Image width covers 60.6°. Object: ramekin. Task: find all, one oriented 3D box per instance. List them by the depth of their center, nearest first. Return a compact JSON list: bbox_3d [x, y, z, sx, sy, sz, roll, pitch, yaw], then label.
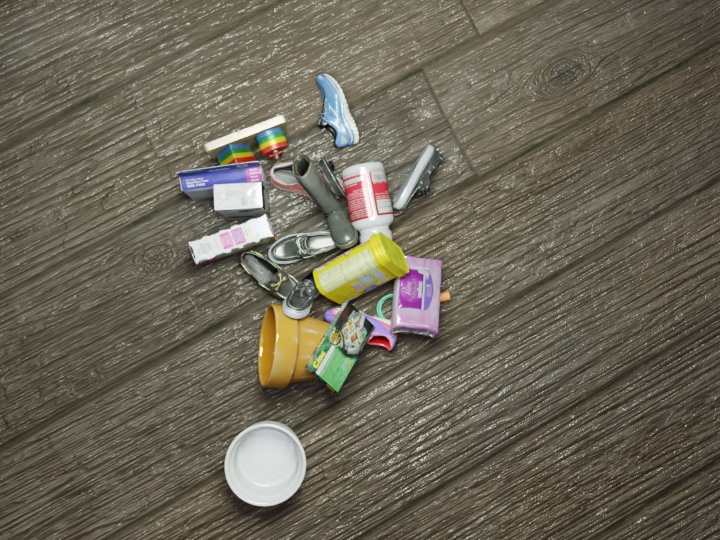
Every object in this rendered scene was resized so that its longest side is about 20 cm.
[{"bbox_3d":[-0.236,0.478,1.555,0.199,0.098,0.202,0,89,-4],"label":"ramekin"}]

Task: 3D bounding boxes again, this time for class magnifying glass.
[{"bbox_3d":[0.140,0.089,1.632,0.199,0.022,0.080,-13,89,-6],"label":"magnifying glass"}]

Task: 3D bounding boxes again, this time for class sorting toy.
[{"bbox_3d":[-0.268,-0.299,1.520,0.199,0.199,0.070,-22,95,-5],"label":"sorting toy"}]

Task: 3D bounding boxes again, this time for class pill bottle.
[{"bbox_3d":[0.023,-0.169,1.583,0.112,0.112,0.201,-11,89,-5],"label":"pill bottle"}]

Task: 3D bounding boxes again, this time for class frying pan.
[{"bbox_3d":[-0.081,-0.250,1.529,0.031,0.190,0.115,-30,136,5],"label":"frying pan"}]

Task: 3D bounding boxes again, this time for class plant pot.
[{"bbox_3d":[-0.144,0.193,1.533,0.182,0.200,0.202,7,88,-19],"label":"plant pot"}]

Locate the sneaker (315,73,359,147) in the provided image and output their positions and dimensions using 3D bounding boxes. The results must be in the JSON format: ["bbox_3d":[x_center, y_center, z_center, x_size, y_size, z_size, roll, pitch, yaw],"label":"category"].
[{"bbox_3d":[-0.076,-0.414,1.598,0.089,0.079,0.201,-23,91,-7],"label":"sneaker"}]

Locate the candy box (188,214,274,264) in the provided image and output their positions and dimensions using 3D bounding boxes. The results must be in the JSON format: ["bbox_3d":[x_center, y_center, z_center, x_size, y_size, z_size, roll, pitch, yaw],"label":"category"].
[{"bbox_3d":[-0.316,-0.075,1.542,0.199,0.136,0.061,-21,92,-4],"label":"candy box"}]

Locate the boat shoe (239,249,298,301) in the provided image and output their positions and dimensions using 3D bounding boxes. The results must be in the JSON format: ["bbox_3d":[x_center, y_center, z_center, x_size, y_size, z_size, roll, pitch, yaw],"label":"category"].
[{"bbox_3d":[-0.228,0.020,1.584,0.201,0.061,0.072,37,86,-3],"label":"boat shoe"}]

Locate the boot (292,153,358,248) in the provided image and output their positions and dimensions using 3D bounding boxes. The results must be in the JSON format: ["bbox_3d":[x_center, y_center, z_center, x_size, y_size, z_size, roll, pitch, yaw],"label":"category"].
[{"bbox_3d":[-0.086,-0.168,1.499,0.072,0.182,0.200,-29,136,-2],"label":"boot"}]

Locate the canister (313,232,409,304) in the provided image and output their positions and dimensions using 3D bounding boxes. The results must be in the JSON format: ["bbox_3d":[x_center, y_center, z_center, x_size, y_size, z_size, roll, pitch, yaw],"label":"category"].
[{"bbox_3d":[0.000,0.000,1.532,0.199,0.148,0.087,-27,60,19],"label":"canister"}]

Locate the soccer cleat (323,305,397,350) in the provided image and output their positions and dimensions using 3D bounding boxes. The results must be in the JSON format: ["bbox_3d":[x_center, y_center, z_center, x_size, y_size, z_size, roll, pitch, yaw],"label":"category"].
[{"bbox_3d":[0.000,0.148,1.586,0.199,0.068,0.073,17,45,-7],"label":"soccer cleat"}]

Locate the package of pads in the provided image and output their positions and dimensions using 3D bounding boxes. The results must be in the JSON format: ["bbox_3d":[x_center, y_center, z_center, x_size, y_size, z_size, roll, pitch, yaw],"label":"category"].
[{"bbox_3d":[0.143,0.068,1.581,0.120,0.076,0.201,7,70,-4],"label":"package of pads"}]

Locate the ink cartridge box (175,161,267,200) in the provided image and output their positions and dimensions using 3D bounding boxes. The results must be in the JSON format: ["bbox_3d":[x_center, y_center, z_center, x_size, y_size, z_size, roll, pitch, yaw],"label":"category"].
[{"bbox_3d":[-0.334,-0.216,1.512,0.195,0.200,0.044,-9,89,-4],"label":"ink cartridge box"}]

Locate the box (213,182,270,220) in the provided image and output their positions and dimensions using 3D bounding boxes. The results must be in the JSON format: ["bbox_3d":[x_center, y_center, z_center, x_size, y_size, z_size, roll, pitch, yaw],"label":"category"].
[{"bbox_3d":[-0.288,-0.167,1.515,0.116,0.200,0.061,-4,88,-3],"label":"box"}]

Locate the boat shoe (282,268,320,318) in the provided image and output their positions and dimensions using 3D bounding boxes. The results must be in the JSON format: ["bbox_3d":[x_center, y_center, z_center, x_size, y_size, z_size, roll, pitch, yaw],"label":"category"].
[{"bbox_3d":[-0.134,0.049,1.522,0.070,0.200,0.067,22,116,11],"label":"boat shoe"}]

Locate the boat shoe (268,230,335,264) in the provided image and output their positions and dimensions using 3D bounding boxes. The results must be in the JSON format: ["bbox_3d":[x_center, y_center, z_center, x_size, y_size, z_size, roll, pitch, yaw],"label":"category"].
[{"bbox_3d":[-0.143,-0.068,1.587,0.199,0.071,0.072,-18,90,-5],"label":"boat shoe"}]

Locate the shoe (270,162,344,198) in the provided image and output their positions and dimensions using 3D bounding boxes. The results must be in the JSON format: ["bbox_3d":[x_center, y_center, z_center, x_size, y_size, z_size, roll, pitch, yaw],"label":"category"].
[{"bbox_3d":[-0.135,-0.227,1.581,0.199,0.091,0.072,11,88,-4],"label":"shoe"}]

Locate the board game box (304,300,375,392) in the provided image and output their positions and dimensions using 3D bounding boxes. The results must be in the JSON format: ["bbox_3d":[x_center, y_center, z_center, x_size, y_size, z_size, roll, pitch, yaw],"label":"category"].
[{"bbox_3d":[-0.047,0.183,1.489,0.105,0.023,0.200,47,56,-23],"label":"board game box"}]

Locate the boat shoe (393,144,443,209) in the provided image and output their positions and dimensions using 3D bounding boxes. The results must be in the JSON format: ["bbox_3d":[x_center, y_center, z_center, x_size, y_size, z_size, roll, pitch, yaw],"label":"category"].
[{"bbox_3d":[0.156,-0.233,1.602,0.066,0.070,0.201,33,68,-9],"label":"boat shoe"}]
